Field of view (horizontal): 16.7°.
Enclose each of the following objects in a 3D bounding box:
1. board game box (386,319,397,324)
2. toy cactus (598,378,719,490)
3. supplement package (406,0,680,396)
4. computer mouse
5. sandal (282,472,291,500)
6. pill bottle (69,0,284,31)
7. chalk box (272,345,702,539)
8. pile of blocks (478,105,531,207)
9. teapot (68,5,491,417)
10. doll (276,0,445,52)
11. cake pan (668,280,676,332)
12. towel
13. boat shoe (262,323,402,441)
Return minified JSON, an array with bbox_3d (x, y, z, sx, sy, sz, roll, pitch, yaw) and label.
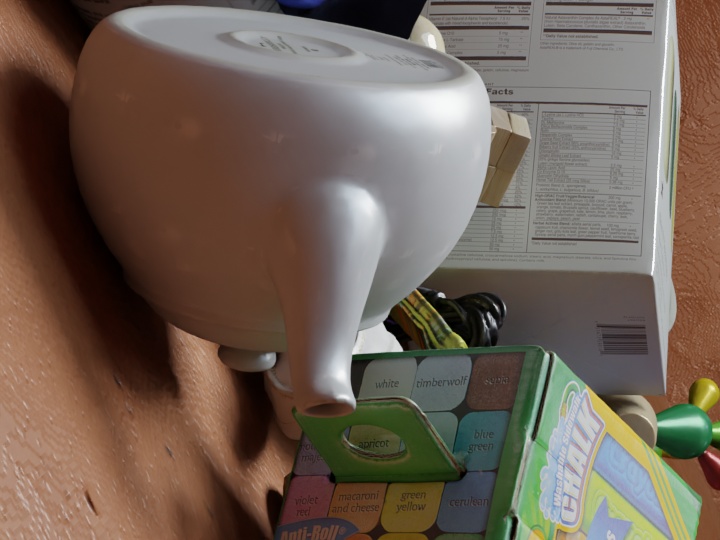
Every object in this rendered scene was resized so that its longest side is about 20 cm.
[{"bbox_3d":[0.015,-0.031,1.473,0.200,0.044,0.135,-26,117,-79],"label":"board game box"},{"bbox_3d":[0.147,0.098,1.498,0.199,0.103,0.165,21,4,-3],"label":"toy cactus"},{"bbox_3d":[0.106,-0.051,1.425,0.152,0.150,0.201,73,21,-60],"label":"supplement package"},{"bbox_3d":[0.069,0.082,1.354,0.044,0.109,0.200,-56,132,-26],"label":"computer mouse"},{"bbox_3d":[0.025,0.163,1.188,0.200,0.054,0.081,57,12,-37],"label":"sandal"},{"bbox_3d":[-0.085,-0.148,1.207,0.200,0.113,0.114,56,13,-45],"label":"pill bottle"},{"bbox_3d":[0.044,0.113,1.064,0.200,0.124,0.124,41,55,-44],"label":"chalk box"},{"bbox_3d":[0.023,-0.061,1.253,0.082,0.062,0.200,34,29,16],"label":"pile of blocks"},{"bbox_3d":[-0.041,-0.029,1.071,0.200,0.196,0.147,-19,121,-61],"label":"teapot"},{"bbox_3d":[-0.005,-0.149,1.175,0.048,0.137,0.200,29,-13,37],"label":"doll"},{"bbox_3d":[0.124,-0.022,1.623,0.200,0.037,0.201,32,31,-22],"label":"cake pan"},{"bbox_3d":[0.000,0.000,1.271,0.200,0.018,0.086,47,-9,34],"label":"towel"},{"bbox_3d":[-0.030,0.026,1.209,0.069,0.071,0.200,56,0,-14],"label":"boat shoe"}]
